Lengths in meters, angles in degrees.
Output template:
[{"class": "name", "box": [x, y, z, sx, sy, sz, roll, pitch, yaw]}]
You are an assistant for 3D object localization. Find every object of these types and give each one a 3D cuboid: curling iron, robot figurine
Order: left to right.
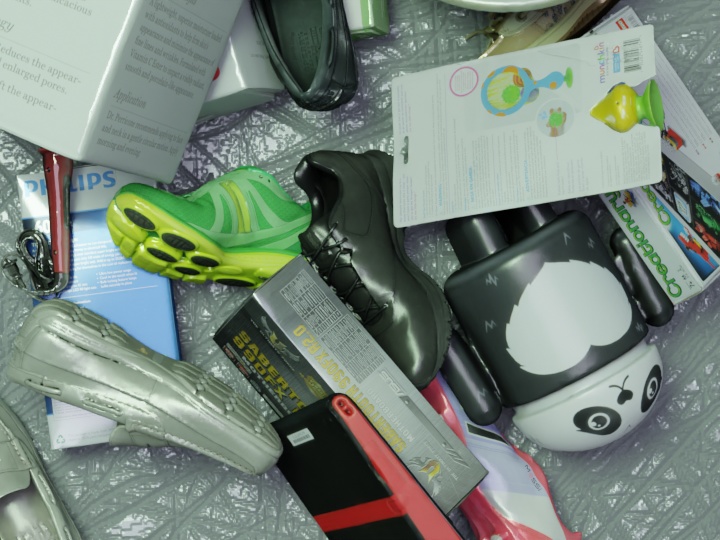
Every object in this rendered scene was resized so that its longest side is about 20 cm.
[{"class": "curling iron", "box": [-0.224, -0.077, 1.167, 0.049, 0.026, 0.201, 4, 94, -1]}, {"class": "robot figurine", "box": [0.139, 0.035, 1.212, 0.150, 0.125, 0.201, -28, 91, 27]}]

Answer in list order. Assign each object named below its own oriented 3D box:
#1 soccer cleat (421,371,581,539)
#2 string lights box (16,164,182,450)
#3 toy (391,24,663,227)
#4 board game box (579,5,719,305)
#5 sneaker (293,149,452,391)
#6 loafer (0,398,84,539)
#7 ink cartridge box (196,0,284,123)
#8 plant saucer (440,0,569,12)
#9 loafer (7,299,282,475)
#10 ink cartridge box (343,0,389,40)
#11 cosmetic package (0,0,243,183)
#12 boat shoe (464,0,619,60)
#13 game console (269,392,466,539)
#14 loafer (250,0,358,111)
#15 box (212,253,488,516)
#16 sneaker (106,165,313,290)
[{"class": "soccer cleat", "box": [0.093, 0.143, 1.246, 0.076, 0.067, 0.201, -27, 85, -36]}, {"class": "string lights box", "box": [-0.188, 0.024, 1.218, 0.102, 0.059, 0.201, -7, 89, -5]}, {"class": "toy", "box": [0.120, -0.095, 1.168, 0.199, 0.047, 0.116, -10, 70, 29]}, {"class": "board game box", "box": [0.217, -0.089, 1.235, 0.126, 0.035, 0.200, -36, 92, -43]}, {"class": "sneaker", "box": [0.000, 0.000, 1.190, 0.090, 0.076, 0.201, 8, 52, -42]}, {"class": "loafer", "box": [-0.261, 0.154, 1.203, 0.070, 0.070, 0.200, -37, 92, -5]}, {"class": "ink cartridge box", "box": [-0.155, -0.203, 1.194, 0.144, 0.085, 0.201, -16, 91, 17]}, {"class": "plant saucer", "box": [0.108, -0.251, 1.215, 0.199, 0.050, 0.201, -2, 55, 3]}, {"class": "loafer", "box": [-0.150, 0.093, 1.155, 0.199, 0.070, 0.070, 29, 100, -1]}, {"class": "ink cartridge box", "box": [-0.084, -0.236, 1.243, 0.199, 0.048, 0.147, -6, 88, 18]}, {"class": "cosmetic package", "box": [-0.182, -0.182, 1.065, 0.164, 0.165, 0.201, 22, 92, 14]}, {"class": "boat shoe", "box": [0.138, -0.195, 1.251, 0.200, 0.073, 0.063, -42, 84, -16]}, {"class": "game console", "box": [0.009, 0.168, 1.163, 0.031, 0.200, 0.177, -35, 90, -22]}, {"class": "loafer", "box": [-0.049, -0.211, 1.172, 0.068, 0.070, 0.202, -16, 85, 17]}, {"class": "box", "box": [-0.012, 0.094, 1.177, 0.048, 0.158, 0.200, -41, 91, -19]}, {"class": "sneaker", "box": [-0.103, -0.036, 1.194, 0.199, 0.074, 0.084, 14, 66, -45]}]
